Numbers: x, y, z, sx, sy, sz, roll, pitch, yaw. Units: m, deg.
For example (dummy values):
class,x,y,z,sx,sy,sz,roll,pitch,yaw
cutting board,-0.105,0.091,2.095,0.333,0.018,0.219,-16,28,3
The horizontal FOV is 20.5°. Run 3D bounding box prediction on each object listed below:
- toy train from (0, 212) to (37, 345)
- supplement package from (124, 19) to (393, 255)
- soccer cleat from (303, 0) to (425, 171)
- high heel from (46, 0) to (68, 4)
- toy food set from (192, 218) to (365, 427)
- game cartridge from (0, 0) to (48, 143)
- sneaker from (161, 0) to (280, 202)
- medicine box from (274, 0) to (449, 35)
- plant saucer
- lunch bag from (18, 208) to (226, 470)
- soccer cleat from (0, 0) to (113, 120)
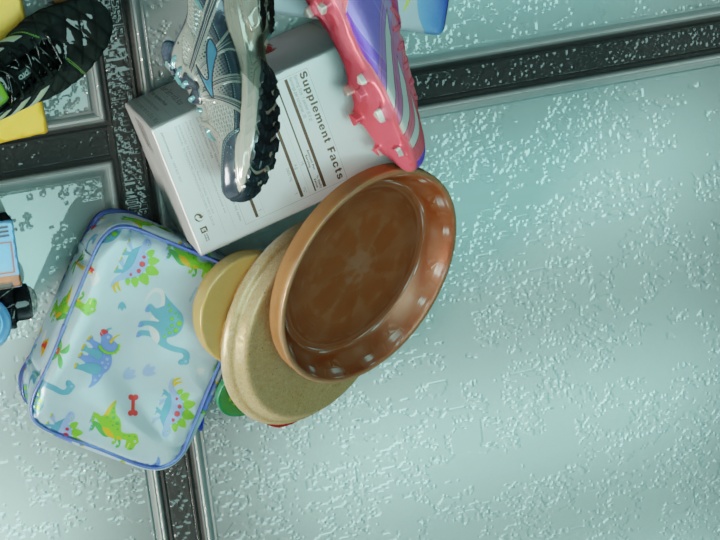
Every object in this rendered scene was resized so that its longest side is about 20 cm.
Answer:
class,x,y,z,sx,sy,sz,roll,pitch,yaw
toy train,-0.370,0.015,1.647,0.198,0.087,0.116,-9,97,-13
supplement package,-0.079,-0.118,1.678,0.199,0.121,0.121,-25,110,-10
soccer cleat,0.014,-0.177,1.595,0.076,0.067,0.201,-33,105,-20
high heel,-0.250,-0.318,1.598,0.143,0.071,0.200,-48,121,-8
toy food set,-0.053,0.044,1.718,0.200,0.048,0.199,-38,134,-28
game cartridge,-0.359,-0.193,1.624,0.175,0.032,0.202,-13,105,-14
sneaker,-0.111,-0.153,1.574,0.085,0.078,0.202,-3,84,11
medicine box,-0.022,-0.303,1.658,0.198,0.103,0.184,5,103,-17
plant saucer,0.000,0.000,1.675,0.199,0.032,0.202,-30,137,-32
lunch bag,-0.191,0.062,1.712,0.160,0.082,0.202,21,96,-21
soccer cleat,-0.283,-0.152,1.596,0.199,0.081,0.068,-31,110,-7
